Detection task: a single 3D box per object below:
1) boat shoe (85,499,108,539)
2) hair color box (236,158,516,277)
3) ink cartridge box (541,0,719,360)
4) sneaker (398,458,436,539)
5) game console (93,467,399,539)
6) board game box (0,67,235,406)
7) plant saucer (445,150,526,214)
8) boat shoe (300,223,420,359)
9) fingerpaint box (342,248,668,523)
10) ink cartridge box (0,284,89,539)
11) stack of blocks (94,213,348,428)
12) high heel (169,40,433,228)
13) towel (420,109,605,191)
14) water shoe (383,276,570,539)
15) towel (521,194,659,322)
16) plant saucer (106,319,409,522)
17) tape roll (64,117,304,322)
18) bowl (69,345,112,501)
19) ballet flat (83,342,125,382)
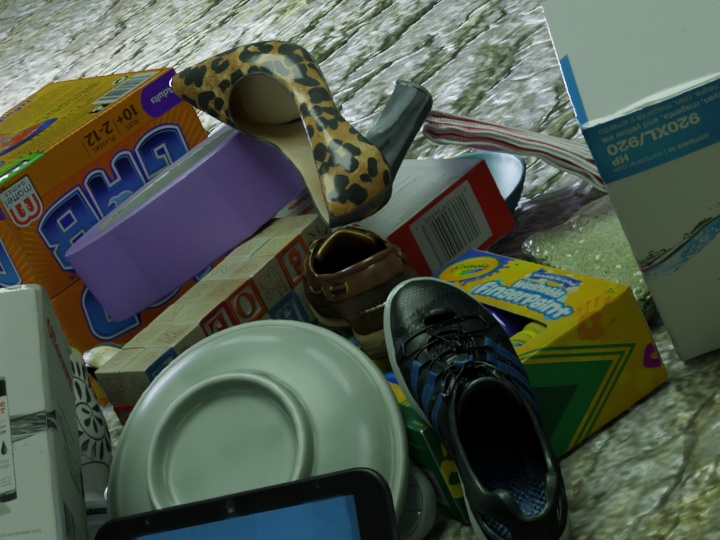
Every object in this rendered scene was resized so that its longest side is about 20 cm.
[{"bbox_3d":[-0.153,0.185,1.449,0.198,0.069,0.074,-3,11,-10],"label":"boat shoe"},{"bbox_3d":[0.007,-0.029,1.708,0.111,0.064,0.200,-39,24,-28],"label":"hair color box"},{"bbox_3d":[0.218,-0.078,1.415,0.144,0.201,0.148,-22,37,9],"label":"ink cartridge box"},{"bbox_3d":[-0.030,0.124,1.430,0.199,0.073,0.071,16,0,33],"label":"sneaker"},{"bbox_3d":[-0.076,0.211,1.209,0.199,0.119,0.171,-15,21,29],"label":"game console"},{"bbox_3d":[-0.235,-0.028,1.909,0.200,0.201,0.199,-38,22,-31],"label":"board game box"},{"bbox_3d":[0.045,-0.030,1.809,0.199,0.036,0.200,-23,19,8],"label":"plant saucer"},{"bbox_3d":[0.000,0.000,1.519,0.072,0.068,0.200,-30,16,-8],"label":"boat shoe"},{"bbox_3d":[0.069,0.066,1.468,0.166,0.074,0.200,-33,20,-19],"label":"fingerpaint box"},{"bbox_3d":[-0.208,0.128,1.347,0.082,0.201,0.147,-8,-21,-2],"label":"ink cartridge box"},{"bbox_3d":[-0.079,0.062,1.606,0.058,0.116,0.200,-5,28,46],"label":"stack of blocks"},{"bbox_3d":[-0.063,-0.091,1.588,0.199,0.072,0.143,9,43,20],"label":"high heel"},{"bbox_3d":[0.116,-0.089,1.708,0.145,0.030,0.200,14,3,2],"label":"towel"},{"bbox_3d":[0.071,0.070,1.311,0.071,0.079,0.201,-19,57,-11],"label":"water shoe"},{"bbox_3d":[0.198,-0.021,1.591,0.148,0.037,0.200,-29,19,-7],"label":"towel"},{"bbox_3d":[-0.070,0.118,1.368,0.199,0.050,0.201,-9,66,20],"label":"plant saucer"},{"bbox_3d":[-0.125,-0.047,1.736,0.200,0.066,0.200,-37,9,7],"label":"tape roll"},{"bbox_3d":[-0.229,0.155,1.537,0.201,0.094,0.201,-43,-17,-16],"label":"bowl"},{"bbox_3d":[-0.154,0.067,1.667,0.057,0.066,0.200,-54,-9,2],"label":"ballet flat"}]
